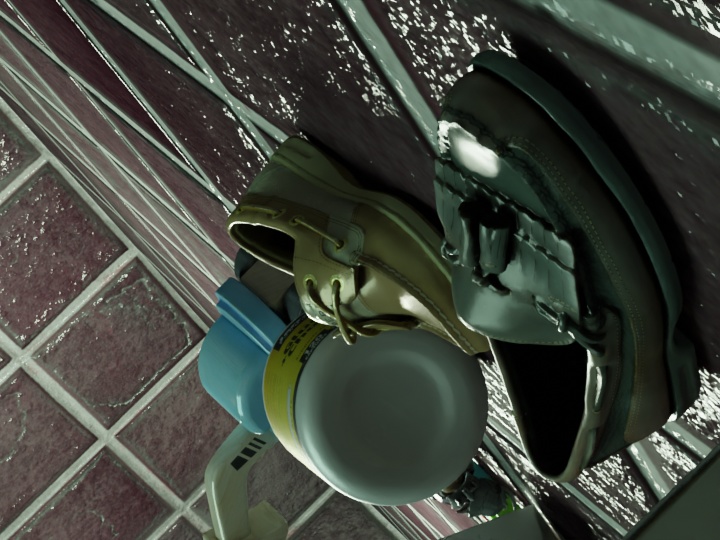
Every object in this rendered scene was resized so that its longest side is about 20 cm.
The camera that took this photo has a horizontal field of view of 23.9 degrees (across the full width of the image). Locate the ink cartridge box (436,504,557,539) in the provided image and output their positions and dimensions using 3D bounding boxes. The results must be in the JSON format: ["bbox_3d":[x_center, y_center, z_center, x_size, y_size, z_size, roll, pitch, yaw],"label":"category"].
[{"bbox_3d":[0.068,0.269,1.350,0.117,0.200,0.068,55,-163,-52],"label":"ink cartridge box"}]

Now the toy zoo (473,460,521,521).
[{"bbox_3d":[0.078,0.168,1.473,0.200,0.020,0.131,43,172,25],"label":"toy zoo"}]

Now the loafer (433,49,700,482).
[{"bbox_3d":[0.062,0.012,0.541,0.072,0.063,0.200,40,171,36],"label":"loafer"}]

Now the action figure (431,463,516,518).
[{"bbox_3d":[0.038,0.133,1.337,0.200,0.069,0.130,32,163,15],"label":"action figure"}]

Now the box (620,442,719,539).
[{"bbox_3d":[0.156,0.150,0.583,0.128,0.109,0.200,42,172,27],"label":"box"}]

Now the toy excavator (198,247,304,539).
[{"bbox_3d":[-0.072,0.102,1.254,0.100,0.200,0.195,38,169,48],"label":"toy excavator"}]

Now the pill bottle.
[{"bbox_3d":[0.001,0.074,1.035,0.112,0.112,0.200,47,172,-9],"label":"pill bottle"}]

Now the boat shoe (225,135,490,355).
[{"bbox_3d":[0.000,0.000,0.810,0.074,0.066,0.200,50,171,-34],"label":"boat shoe"}]
